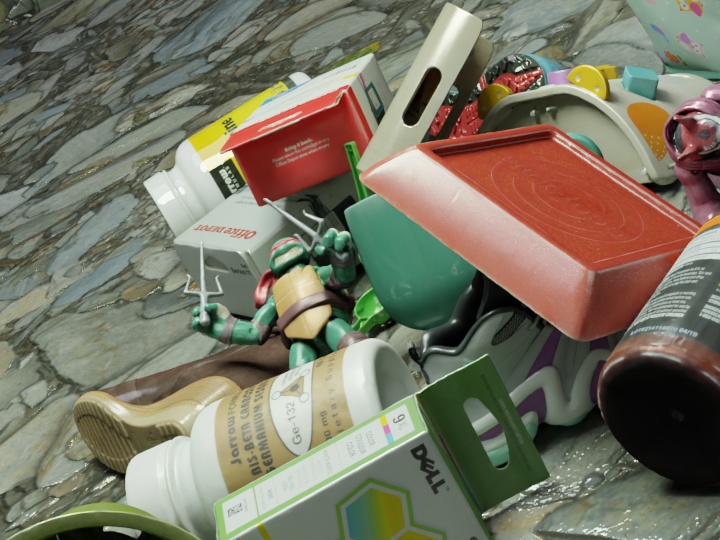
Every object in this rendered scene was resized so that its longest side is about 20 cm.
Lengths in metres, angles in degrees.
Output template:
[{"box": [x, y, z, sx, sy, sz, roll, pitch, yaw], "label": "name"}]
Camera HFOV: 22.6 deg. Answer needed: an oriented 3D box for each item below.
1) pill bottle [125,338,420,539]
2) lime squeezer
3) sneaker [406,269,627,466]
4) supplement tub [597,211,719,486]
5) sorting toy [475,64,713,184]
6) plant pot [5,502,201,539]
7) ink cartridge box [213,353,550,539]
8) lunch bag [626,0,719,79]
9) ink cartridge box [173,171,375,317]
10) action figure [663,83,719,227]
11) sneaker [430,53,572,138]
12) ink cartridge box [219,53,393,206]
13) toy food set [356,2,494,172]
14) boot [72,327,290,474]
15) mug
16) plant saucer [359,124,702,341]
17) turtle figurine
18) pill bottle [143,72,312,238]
[{"box": [-0.055, 0.133, 1.232, 0.198, 0.115, 0.115, -23, 23, 17], "label": "pill bottle"}, {"box": [0.000, 0.000, 1.477, 0.038, 0.070, 0.202, -12, 69, 56], "label": "lime squeezer"}, {"box": [0.125, 0.030, 1.190, 0.199, 0.141, 0.078, -30, 21, 1], "label": "sneaker"}, {"box": [0.232, 0.032, 1.104, 0.106, 0.108, 0.200, -7, 31, 44], "label": "supplement tub"}, {"box": [0.209, -0.132, 1.534, 0.199, 0.108, 0.179, -7, 12, 44], "label": "sorting toy"}, {"box": [-0.157, 0.225, 1.107, 0.199, 0.201, 0.190, -31, 9, -3], "label": "plant pot"}, {"box": [0.019, 0.150, 1.117, 0.199, 0.104, 0.059, -29, 22, 1], "label": "ink cartridge box"}, {"box": [0.310, -0.252, 1.529, 0.122, 0.171, 0.200, -42, 24, -11], "label": "lunch bag"}, {"box": [-0.052, -0.045, 1.655, 0.200, 0.084, 0.146, -39, 24, -24], "label": "ink cartridge box"}, {"box": [0.259, -0.098, 1.235, 0.149, 0.199, 0.135, 37, 110, 35], "label": "action figure"}, {"box": [0.130, -0.139, 1.674, 0.095, 0.080, 0.199, -4, -11, -39], "label": "sneaker"}, {"box": [-0.041, -0.119, 1.558, 0.115, 0.068, 0.200, -22, 13, 16], "label": "ink cartridge box"}, {"box": [0.063, -0.129, 1.436, 0.144, 0.060, 0.200, -61, -4, 5], "label": "toy food set"}, {"box": [-0.130, 0.101, 1.492, 0.166, 0.073, 0.199, -31, 17, -36], "label": "boot"}, {"box": [0.089, -0.025, 1.355, 0.184, 0.115, 0.152, -22, -1, 37], "label": "mug"}, {"box": [0.132, -0.038, 1.188, 0.199, 0.037, 0.199, 38, 32, 30], "label": "plant saucer"}, {"box": [-0.045, 0.029, 1.391, 0.150, 0.100, 0.201, -42, 54, 23], "label": "turtle figurine"}, {"box": [-0.114, -0.105, 1.824, 0.199, 0.113, 0.112, -33, 22, -5], "label": "pill bottle"}]
